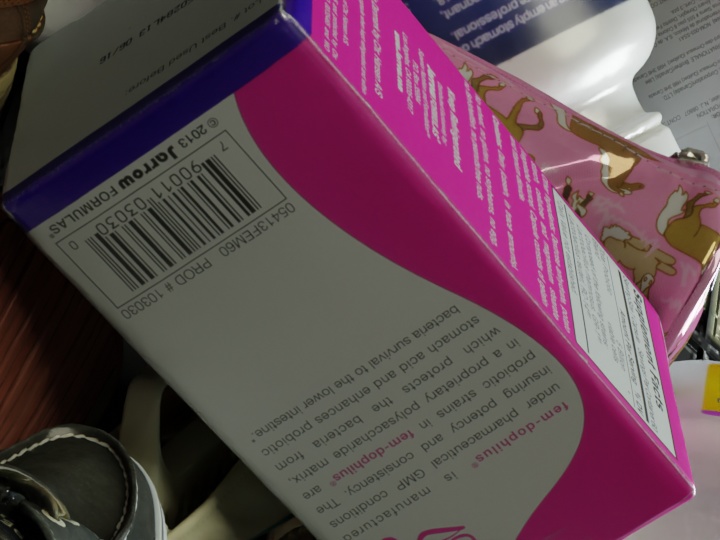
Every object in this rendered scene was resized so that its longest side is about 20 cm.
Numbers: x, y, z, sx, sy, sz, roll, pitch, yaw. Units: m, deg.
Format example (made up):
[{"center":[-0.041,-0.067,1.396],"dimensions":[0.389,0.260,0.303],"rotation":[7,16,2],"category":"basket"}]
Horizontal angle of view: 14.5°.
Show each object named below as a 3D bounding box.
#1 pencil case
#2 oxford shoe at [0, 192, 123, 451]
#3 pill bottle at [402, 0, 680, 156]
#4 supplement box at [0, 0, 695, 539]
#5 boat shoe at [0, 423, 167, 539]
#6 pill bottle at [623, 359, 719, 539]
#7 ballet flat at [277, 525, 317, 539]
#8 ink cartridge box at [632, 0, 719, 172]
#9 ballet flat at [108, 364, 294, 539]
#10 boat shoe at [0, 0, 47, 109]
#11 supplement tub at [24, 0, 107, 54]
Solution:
[{"center":[0.027,-0.034,0.947],"dimensions":[0.200,0.083,0.087],"rotation":[28,54,6],"category":"pencil case"},{"center":[-0.133,-0.002,0.803],"dimensions":[0.071,0.074,0.200],"rotation":[-60,148,-14],"category":"oxford shoe"},{"center":[0.039,-0.099,1.036],"dimensions":[0.120,0.120,0.200],"rotation":[-27,89,-54],"category":"pill bottle"},{"center":[0.000,0.000,0.831],"dimensions":[0.200,0.101,0.103],"rotation":[49,19,-25],"category":"supplement box"},{"center":[-0.092,0.082,0.693],"dimensions":[0.068,0.057,0.200],"rotation":[16,26,8],"category":"boat shoe"},{"center":[0.117,0.088,0.986],"dimensions":[0.104,0.104,0.200],"rotation":[62,10,-2],"category":"pill bottle"},{"center":[0.033,0.135,0.947],"dimensions":[0.200,0.070,0.065],"rotation":[43,14,-29],"category":"ballet flat"},{"center":[0.114,-0.095,1.108],"dimensions":[0.076,0.136,0.201],"rotation":[-21,85,-59],"category":"ink cartridge box"},{"center":[-0.072,0.068,0.836],"dimensions":[0.070,0.069,0.200],"rotation":[59,33,-5],"category":"ballet flat"},{"center":[-0.170,-0.094,0.758],"dimensions":[0.200,0.068,0.072],"rotation":[10,38,-38],"category":"boat shoe"},{"center":[-0.067,-0.168,0.900],"dimensions":[0.145,0.145,0.200],"rotation":[35,26,-32],"category":"supplement tub"}]
